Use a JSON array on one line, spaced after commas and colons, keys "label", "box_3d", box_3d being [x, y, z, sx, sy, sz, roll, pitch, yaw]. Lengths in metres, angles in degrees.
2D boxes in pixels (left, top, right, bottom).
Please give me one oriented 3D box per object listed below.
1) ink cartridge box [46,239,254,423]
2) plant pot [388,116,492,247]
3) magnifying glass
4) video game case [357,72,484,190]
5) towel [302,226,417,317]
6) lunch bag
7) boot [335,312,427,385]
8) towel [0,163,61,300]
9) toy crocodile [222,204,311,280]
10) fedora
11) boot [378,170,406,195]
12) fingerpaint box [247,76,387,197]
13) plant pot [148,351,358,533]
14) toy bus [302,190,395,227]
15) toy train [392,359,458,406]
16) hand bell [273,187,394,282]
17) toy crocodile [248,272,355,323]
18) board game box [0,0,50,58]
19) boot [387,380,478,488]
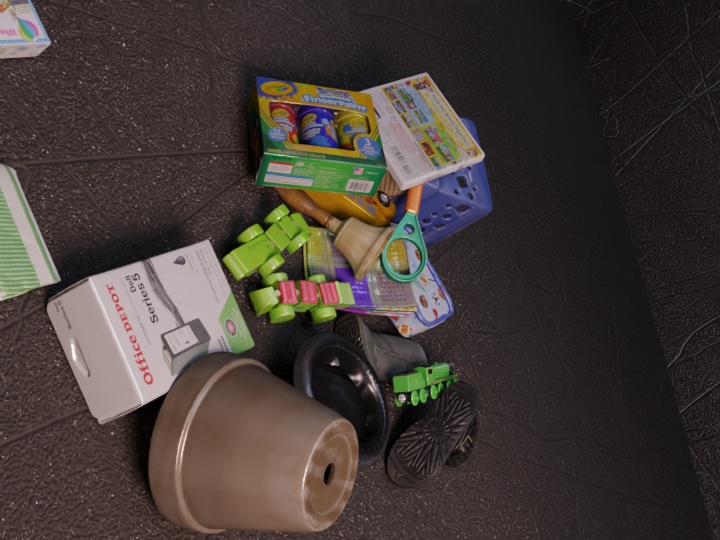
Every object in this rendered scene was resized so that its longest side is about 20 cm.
[{"label": "ink cartridge box", "box_3d": [-0.234, 0.063, 0.888, 0.199, 0.083, 0.147, -27, 93, -58]}, {"label": "plant pot", "box_3d": [0.109, -0.178, 1.459, 0.178, 0.199, 0.203, 12, 60, -44]}, {"label": "magnifying glass", "box_3d": [0.081, -0.076, 1.294, 0.078, 0.022, 0.203, 14, 70, -9]}, {"label": "video game case", "box_3d": [0.094, -0.247, 1.345, 0.180, 0.023, 0.202, -22, 69, -27]}, {"label": "towel", "box_3d": [0.000, 0.000, 1.264, 0.197, 0.023, 0.146, 7, 64, -27]}, {"label": "lunch bag", "box_3d": [0.084, 0.013, 1.392, 0.160, 0.075, 0.202, -16, 77, -57]}, {"label": "boot", "box_3d": [0.041, 0.172, 1.261, 0.200, 0.072, 0.184, 38, 43, -48]}, {"label": "towel", "box_3d": [-0.405, -0.032, 0.754, 0.199, 0.023, 0.155, -21, 88, -57]}, {"label": "toy crocodile", "box_3d": [-0.133, -0.037, 1.122, 0.068, 0.062, 0.200, 49, 36, -3]}, {"label": "fedora", "box_3d": [-0.047, 0.188, 1.082, 0.200, 0.091, 0.203, 34, 44, -41]}, {"label": "boot", "box_3d": [0.009, -0.229, 1.375, 0.197, 0.073, 0.168, 21, 49, -2]}, {"label": "fingerpaint box", "box_3d": [-0.070, -0.210, 1.213, 0.197, 0.074, 0.169, 5, 52, -20]}, {"label": "plant pot", "box_3d": [-0.102, 0.205, 0.849, 0.199, 0.171, 0.204, -27, 121, -57]}, {"label": "toy bus", "box_3d": [-0.031, -0.124, 1.302, 0.199, 0.065, 0.079, 34, 42, -28]}, {"label": "toy train", "box_3d": [0.110, 0.184, 1.274, 0.199, 0.041, 0.057, -1, 82, -60]}, {"label": "hand bell", "box_3d": [-0.053, -0.082, 1.221, 0.199, 0.105, 0.104, 36, 34, 6]}, {"label": "toy crocodile", "box_3d": [-0.082, 0.038, 1.138, 0.198, 0.061, 0.069, 2, 68, -43]}, {"label": "board game box", "box_3d": [-0.452, -0.297, 0.837, 0.199, 0.034, 0.136, -31, 97, -58]}, {"label": "boot", "box_3d": [0.129, 0.296, 1.289, 0.211, 0.079, 0.159, -42, 154, -20]}]
